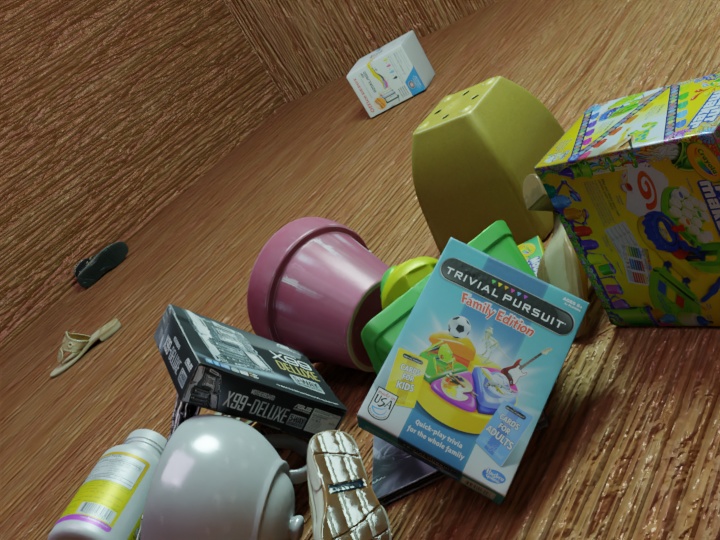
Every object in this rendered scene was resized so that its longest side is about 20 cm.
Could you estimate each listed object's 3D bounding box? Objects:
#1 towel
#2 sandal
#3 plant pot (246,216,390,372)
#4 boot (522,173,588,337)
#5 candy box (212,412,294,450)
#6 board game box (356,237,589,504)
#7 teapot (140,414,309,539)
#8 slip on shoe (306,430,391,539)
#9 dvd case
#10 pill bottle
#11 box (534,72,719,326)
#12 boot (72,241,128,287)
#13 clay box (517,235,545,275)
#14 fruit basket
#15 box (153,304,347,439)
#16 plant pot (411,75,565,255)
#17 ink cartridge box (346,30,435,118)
[{"bbox_3d":[-0.229,0.246,0.945,0.200,0.034,0.196,123,163,-61],"label":"towel"},{"bbox_3d":[-0.703,0.172,2.024,0.210,0.070,0.078,-37,20,-8],"label":"sandal"},{"bbox_3d":[-0.027,0.045,1.101,0.200,0.202,0.178,-43,40,-24],"label":"plant pot"},{"bbox_3d":[0.270,-0.025,0.933,0.141,0.205,0.071,0,-21,-27],"label":"boot"},{"bbox_3d":[-0.150,0.211,1.093,0.199,0.057,0.116,-40,22,-12],"label":"candy box"},{"bbox_3d":[0.107,0.089,0.768,0.202,0.149,0.047,-60,-13,-20],"label":"board game box"},{"bbox_3d":[-0.127,0.249,0.843,0.143,0.198,0.204,9,68,8],"label":"teapot"},{"bbox_3d":[-0.018,0.248,0.804,0.074,0.062,0.201,-4,33,-15],"label":"slip on shoe"},{"bbox_3d":[0.099,0.162,0.874,0.198,0.016,0.149,-29,20,14],"label":"dvd case"},{"bbox_3d":[-0.319,0.304,1.072,0.103,0.105,0.201,-24,21,25],"label":"pill bottle"},{"bbox_3d":[0.309,-0.061,0.782,0.122,0.202,0.191,-44,23,-30],"label":"box"},{"bbox_3d":[-0.896,-0.033,2.781,0.203,0.074,0.153,-44,27,-16],"label":"boot"},{"bbox_3d":[0.173,0.029,1.015,0.198,0.048,0.115,-29,21,16],"label":"clay box"},{"bbox_3d":[0.084,0.037,0.906,0.211,0.156,0.219,-7,56,10],"label":"fruit basket"},{"bbox_3d":[-0.131,0.121,0.952,0.050,0.198,0.158,-61,31,8],"label":"box"},{"bbox_3d":[0.188,-0.165,1.211,0.192,0.202,0.196,-12,28,45],"label":"plant pot"},{"bbox_3d":[0.089,-0.571,2.373,0.198,0.148,0.145,-22,23,30],"label":"ink cartridge box"}]
